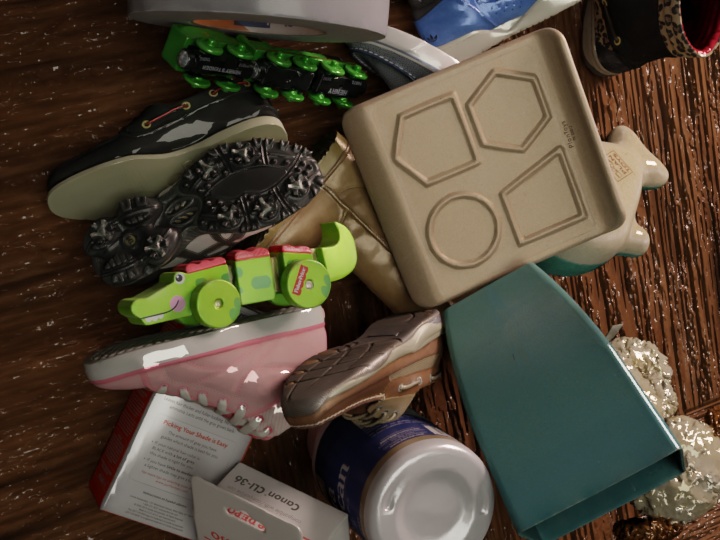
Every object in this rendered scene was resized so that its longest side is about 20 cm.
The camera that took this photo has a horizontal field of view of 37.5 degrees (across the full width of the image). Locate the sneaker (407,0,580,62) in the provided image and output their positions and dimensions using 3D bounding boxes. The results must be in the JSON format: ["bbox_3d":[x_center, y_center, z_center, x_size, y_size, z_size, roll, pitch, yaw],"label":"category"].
[{"bbox_3d":[0.132,-0.277,0.951,0.200,0.077,0.111,-28,113,1],"label":"sneaker"}]

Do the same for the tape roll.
[{"bbox_3d":[-0.076,-0.218,0.813,0.200,0.200,0.066,0,98,-24],"label":"tape roll"}]

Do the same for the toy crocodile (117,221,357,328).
[{"bbox_3d":[-0.092,0.007,0.838,0.200,0.067,0.062,-12,96,-25],"label":"toy crocodile"}]

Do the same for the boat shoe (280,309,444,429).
[{"bbox_3d":[0.013,0.091,0.858,0.200,0.076,0.072,-24,106,-50],"label":"boat shoe"}]

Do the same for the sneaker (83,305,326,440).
[{"bbox_3d":[-0.113,0.094,0.843,0.200,0.075,0.105,-10,96,-27],"label":"sneaker"}]

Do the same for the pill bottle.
[{"bbox_3d":[0.023,0.172,0.913,0.111,0.200,0.111,-3,100,-21],"label":"pill bottle"}]

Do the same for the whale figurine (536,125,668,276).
[{"bbox_3d":[0.213,-0.069,1.028,0.200,0.104,0.159,-33,77,-38],"label":"whale figurine"}]

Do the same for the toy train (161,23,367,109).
[{"bbox_3d":[-0.074,-0.168,0.872,0.200,0.056,0.042,-2,127,-47],"label":"toy train"}]

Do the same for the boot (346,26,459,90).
[{"bbox_3d":[0.063,-0.139,0.938,0.200,0.073,0.091,27,86,-5],"label":"boot"}]

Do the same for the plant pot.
[{"bbox_3d":[0.161,0.107,0.902,0.141,0.141,0.200,-29,65,7],"label":"plant pot"}]

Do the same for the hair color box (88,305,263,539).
[{"bbox_3d":[-0.143,0.120,0.910,0.101,0.061,0.200,27,87,-25],"label":"hair color box"}]

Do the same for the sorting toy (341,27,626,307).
[{"bbox_3d":[0.106,-0.087,0.910,0.200,0.036,0.186,-22,101,1],"label":"sorting toy"}]

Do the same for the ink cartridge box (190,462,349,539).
[{"bbox_3d":[-0.070,0.242,0.886,0.067,0.116,0.200,-44,143,-42],"label":"ink cartridge box"}]

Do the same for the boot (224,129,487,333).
[{"bbox_3d":[0.000,0.000,0.942,0.200,0.066,0.175,42,87,-20],"label":"boot"}]

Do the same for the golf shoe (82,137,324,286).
[{"bbox_3d":[-0.126,-0.046,0.871,0.200,0.095,0.078,-22,79,-5],"label":"golf shoe"}]

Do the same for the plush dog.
[{"bbox_3d":[0.270,0.164,1.015,0.172,0.161,0.200,38,79,18],"label":"plush dog"}]

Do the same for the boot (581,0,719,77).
[{"bbox_3d":[0.270,-0.283,0.982,0.073,0.151,0.201,-1,98,-23],"label":"boot"}]

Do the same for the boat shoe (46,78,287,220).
[{"bbox_3d":[-0.163,-0.099,0.872,0.201,0.074,0.063,-22,64,-10],"label":"boat shoe"}]
